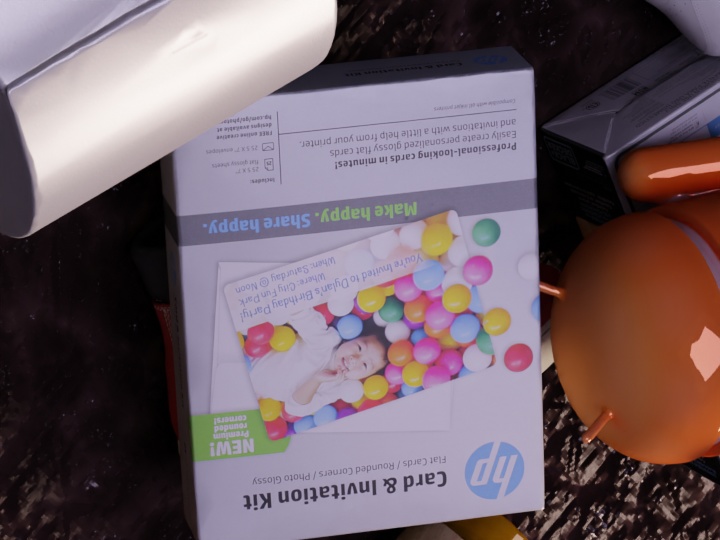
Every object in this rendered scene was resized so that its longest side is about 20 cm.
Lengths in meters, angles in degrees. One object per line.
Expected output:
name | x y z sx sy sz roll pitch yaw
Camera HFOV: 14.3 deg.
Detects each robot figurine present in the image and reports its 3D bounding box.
robot figurine | 0.169 0.020 1.284 0.199 0.117 0.144 -11 114 -26

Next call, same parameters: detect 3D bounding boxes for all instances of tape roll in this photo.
tape roll | -0.120 -0.132 1.088 0.139 0.203 0.203 -32 118 -19

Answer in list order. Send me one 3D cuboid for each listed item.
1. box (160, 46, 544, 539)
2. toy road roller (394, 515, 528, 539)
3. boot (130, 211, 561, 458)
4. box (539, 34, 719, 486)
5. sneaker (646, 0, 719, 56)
box | -0.003 0.013 1.219 0.155 0.041 0.201 -6 110 -11
toy road roller | 0.080 0.218 1.344 0.123 0.146 0.200 -45 122 -11
boot | 0.000 0.000 1.278 0.200 0.072 0.145 -20 113 -20
box | 0.177 -0.008 1.382 0.116 0.060 0.200 -32 119 -18
sneaker | 0.109 -0.169 1.293 0.080 0.076 0.200 -39 113 -6
